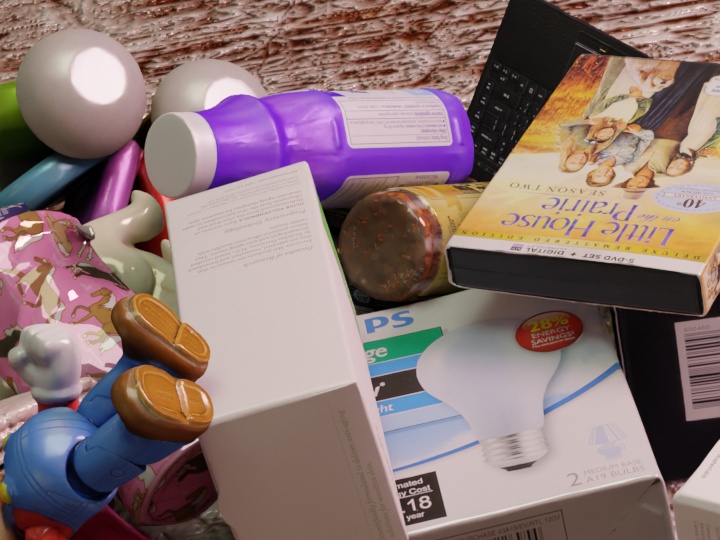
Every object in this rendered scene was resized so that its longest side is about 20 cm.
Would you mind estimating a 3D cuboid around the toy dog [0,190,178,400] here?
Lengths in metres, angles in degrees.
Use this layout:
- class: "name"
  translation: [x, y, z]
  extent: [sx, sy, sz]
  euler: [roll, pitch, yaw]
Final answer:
- class: "toy dog"
  translation: [-0.137, 0.044, 1.581]
  extent: [0.199, 0.140, 0.194]
  euler: [-7, 47, 8]

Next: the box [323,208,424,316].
- class: "box"
  translation: [0.000, 0.000, 1.563]
  extent: [0.199, 0.044, 0.161]
  euler: [12, 37, -28]

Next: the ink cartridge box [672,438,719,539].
- class: "ink cartridge box"
  translation: [0.259, 0.160, 1.267]
  extent: [0.199, 0.146, 0.085]
  euler: [14, 40, 33]

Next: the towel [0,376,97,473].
- class: "towel"
  translation: [-0.245, 0.114, 1.390]
  extent: [0.199, 0.032, 0.191]
  euler: [-25, 4, -29]

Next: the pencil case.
- class: "pencil case"
  translation: [-0.140, 0.051, 1.472]
  extent: [0.200, 0.087, 0.083]
  euler: [46, 28, 26]

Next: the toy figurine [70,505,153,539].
- class: "toy figurine"
  translation: [-0.169, 0.196, 1.392]
  extent: [0.200, 0.151, 0.184]
  euler: [40, 47, 25]

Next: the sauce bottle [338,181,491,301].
- class: "sauce bottle"
  translation: [0.067, -0.019, 1.542]
  extent: [0.066, 0.066, 0.200]
  euler: [13, 10, 32]

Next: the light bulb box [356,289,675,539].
- class: "light bulb box"
  translation: [0.053, 0.116, 1.419]
  extent: [0.197, 0.125, 0.200]
  euler: [-14, 34, -1]

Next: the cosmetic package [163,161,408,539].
- class: "cosmetic package"
  translation: [-0.040, 0.048, 1.343]
  extent: [0.084, 0.108, 0.200]
  euler: [-17, 35, 1]

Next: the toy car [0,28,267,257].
- class: "toy car"
  translation: [-0.158, -0.055, 1.719]
  extent: [0.199, 0.175, 0.151]
  euler: [12, 70, -23]

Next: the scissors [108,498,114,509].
- class: "scissors"
  translation: [-0.225, 0.173, 1.477]
  extent: [0.199, 0.073, 0.014]
  euler: [-23, 61, -15]

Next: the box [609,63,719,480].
- class: "box"
  translation: [0.191, -0.003, 1.529]
  extent: [0.107, 0.149, 0.200]
  euler: [-8, 33, 6]

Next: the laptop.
- class: "laptop"
  translation: [0.082, -0.069, 1.702]
  extent: [0.103, 0.201, 0.177]
  euler: [10, 17, -39]

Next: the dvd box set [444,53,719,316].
- class: "dvd box set"
  translation: [0.149, -0.051, 1.451]
  extent: [0.146, 0.030, 0.200]
  euler: [7, 38, 27]

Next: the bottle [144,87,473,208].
- class: "bottle"
  translation: [-0.029, -0.067, 1.509]
  extent: [0.199, 0.066, 0.083]
  euler: [-4, -9, -42]

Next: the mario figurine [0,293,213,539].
- class: "mario figurine"
  translation: [-0.161, 0.097, 1.251]
  extent: [0.200, 0.106, 0.123]
  euler: [-45, -6, 24]
